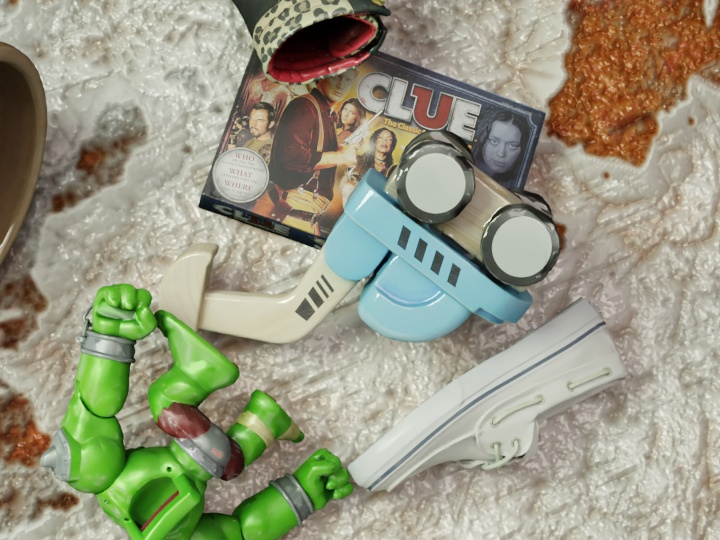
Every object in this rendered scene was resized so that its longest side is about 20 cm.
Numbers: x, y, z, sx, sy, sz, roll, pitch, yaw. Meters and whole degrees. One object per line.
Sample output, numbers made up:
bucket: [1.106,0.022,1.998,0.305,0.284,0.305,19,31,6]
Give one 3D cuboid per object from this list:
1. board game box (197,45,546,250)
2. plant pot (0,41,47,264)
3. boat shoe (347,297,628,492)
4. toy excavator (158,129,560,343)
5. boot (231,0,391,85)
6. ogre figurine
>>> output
board game box: [0.009,-0.073,1.167,0.199,0.035,0.136,19,74,-5]
plant pot: [-0.311,-0.070,1.049,0.174,0.200,0.201,24,73,16]
boat shoe: [0.088,0.092,1.121,0.200,0.074,0.067,-33,83,-17]
toy excavator: [0.000,0.000,1.095,0.194,0.100,0.200,36,99,-4]
boot: [0.000,-0.204,1.146,0.203,0.074,0.154,-20,52,-9]
ogre figurine: [-0.108,0.109,1.068,0.120,0.098,0.200,-51,133,-11]
